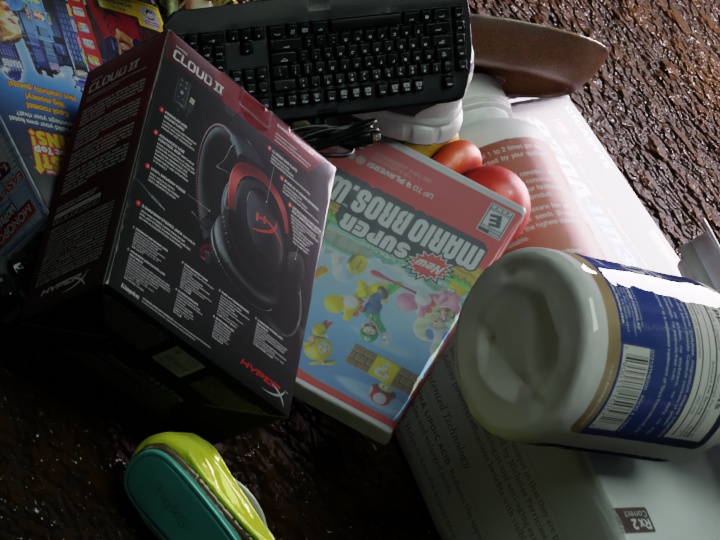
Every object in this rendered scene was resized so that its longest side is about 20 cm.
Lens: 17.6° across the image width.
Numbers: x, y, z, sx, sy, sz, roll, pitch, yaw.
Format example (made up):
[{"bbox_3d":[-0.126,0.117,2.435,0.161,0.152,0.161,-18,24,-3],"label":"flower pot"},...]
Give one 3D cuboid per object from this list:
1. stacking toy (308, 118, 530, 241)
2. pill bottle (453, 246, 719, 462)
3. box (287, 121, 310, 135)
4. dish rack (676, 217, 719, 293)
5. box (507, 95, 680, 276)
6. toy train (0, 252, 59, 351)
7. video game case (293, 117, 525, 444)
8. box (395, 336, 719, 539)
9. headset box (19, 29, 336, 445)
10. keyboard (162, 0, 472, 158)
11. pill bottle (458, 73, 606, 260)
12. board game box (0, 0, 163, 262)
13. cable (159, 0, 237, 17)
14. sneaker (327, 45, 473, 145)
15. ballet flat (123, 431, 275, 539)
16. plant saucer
[{"bbox_3d":[0.030,-0.082,1.564,0.200,0.086,0.085,39,28,23],"label":"stacking toy"},{"bbox_3d":[0.158,0.054,1.368,0.199,0.111,0.112,11,48,-43],"label":"pill bottle"},{"bbox_3d":[-0.058,-0.069,1.533,0.200,0.050,0.075,44,34,-10],"label":"box"},{"bbox_3d":[0.260,0.072,1.520,0.201,0.043,0.172,65,9,16],"label":"dish rack"},{"bbox_3d":[0.155,-0.038,1.756,0.158,0.046,0.201,-14,67,-54],"label":"box"},{"bbox_3d":[-0.131,0.047,1.345,0.199,0.034,0.046,27,43,-31],"label":"toy train"},{"bbox_3d":[0.000,0.000,1.453,0.142,0.018,0.201,28,55,8],"label":"video game case"},{"bbox_3d":[0.149,0.128,1.504,0.198,0.131,0.201,6,53,-47],"label":"box"},{"bbox_3d":[-0.097,-0.026,1.325,0.148,0.075,0.201,38,47,-34],"label":"headset box"},{"bbox_3d":[-0.020,-0.115,1.423,0.198,0.105,0.040,-9,17,-18],"label":"keyboard"},{"bbox_3d":[0.098,-0.032,1.623,0.112,0.112,0.201,5,54,-47],"label":"pill bottle"},{"bbox_3d":[-0.186,-0.090,1.391,0.199,0.062,0.201,12,50,-46],"label":"board game box"},{"bbox_3d":[-0.128,-0.233,1.634,0.097,0.050,0.201,28,28,-38],"label":"cable"},{"bbox_3d":[-0.020,-0.138,1.484,0.198,0.080,0.074,5,45,-20],"label":"sneaker"},{"bbox_3d":[-0.056,0.172,1.284,0.201,0.067,0.067,55,22,11],"label":"ballet flat"},{"bbox_3d":[0.080,-0.154,1.690,0.199,0.199,0.035,11,85,-44],"label":"plant saucer"}]
